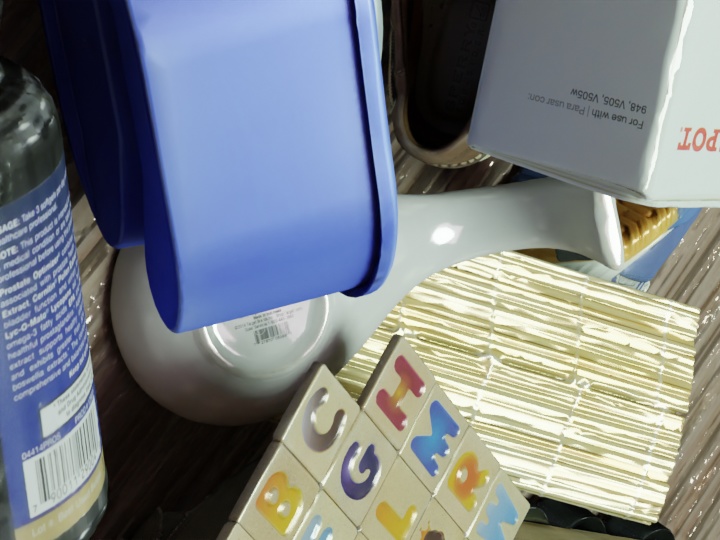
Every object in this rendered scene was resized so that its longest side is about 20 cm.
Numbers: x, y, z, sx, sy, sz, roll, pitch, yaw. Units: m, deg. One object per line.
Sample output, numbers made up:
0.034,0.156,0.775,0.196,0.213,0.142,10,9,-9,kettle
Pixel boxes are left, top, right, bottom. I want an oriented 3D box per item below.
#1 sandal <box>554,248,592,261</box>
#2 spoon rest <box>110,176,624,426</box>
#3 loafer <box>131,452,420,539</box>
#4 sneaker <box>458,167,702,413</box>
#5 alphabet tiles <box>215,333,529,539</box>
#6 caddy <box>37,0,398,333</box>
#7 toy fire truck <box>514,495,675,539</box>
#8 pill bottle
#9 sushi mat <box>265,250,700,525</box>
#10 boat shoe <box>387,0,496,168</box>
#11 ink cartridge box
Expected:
0.077,-0.104,0.945,0.075,0.048,0.201,-23,113,-78,sandal
0.000,0.000,0.891,0.199,0.061,0.100,-13,103,-12,spoon rest
-0.068,0.138,0.895,0.200,0.070,0.075,-37,129,-12,loafer
0.088,0.014,1.025,0.200,0.075,0.088,-43,141,-16,sneaker
0.004,0.128,0.871,0.167,0.006,0.200,-60,140,-21,alphabet tiles
-0.041,-0.078,0.766,0.105,0.141,0.201,-18,124,-16,caddy
0.099,0.225,1.084,0.176,0.129,0.201,15,105,-50,toy fire truck
-0.144,-0.003,0.720,0.112,0.112,0.201,-26,123,-39,pill bottle
0.049,0.037,0.944,0.199,0.012,0.096,17,81,-21,sushi mat
0.050,-0.136,0.870,0.075,0.074,0.203,-35,133,-69,boat shoe
0.126,-0.129,0.858,0.146,0.083,0.201,-1,105,-56,ink cartridge box
